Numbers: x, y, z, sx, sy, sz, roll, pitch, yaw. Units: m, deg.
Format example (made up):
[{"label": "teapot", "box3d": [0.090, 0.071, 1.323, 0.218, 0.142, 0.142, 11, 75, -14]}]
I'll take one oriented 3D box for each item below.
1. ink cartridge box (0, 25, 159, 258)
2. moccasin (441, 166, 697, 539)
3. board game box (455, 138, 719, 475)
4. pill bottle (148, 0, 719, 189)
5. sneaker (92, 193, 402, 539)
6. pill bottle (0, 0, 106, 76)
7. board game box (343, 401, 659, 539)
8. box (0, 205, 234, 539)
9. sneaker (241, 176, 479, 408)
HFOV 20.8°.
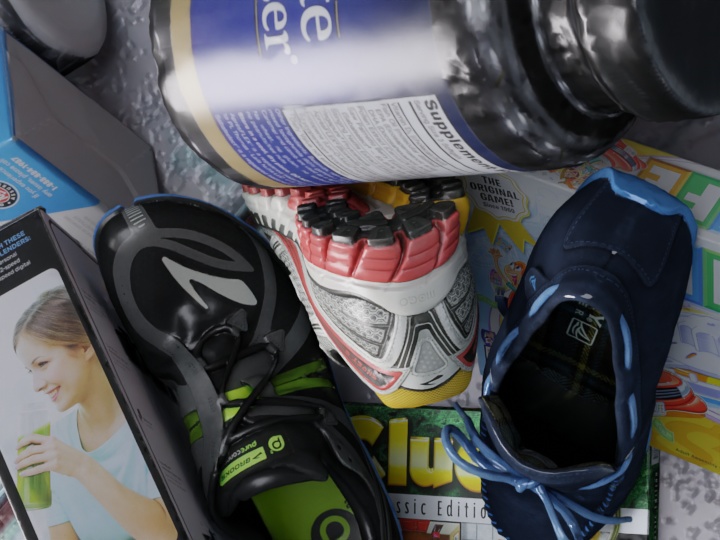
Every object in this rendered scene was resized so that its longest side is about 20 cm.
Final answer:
[{"label": "ink cartridge box", "box3d": [-0.201, -0.012, 0.872, 0.199, 0.115, 0.068, -27, 53, 18]}, {"label": "moccasin", "box3d": [0.067, 0.047, 0.719, 0.080, 0.068, 0.201, 21, 140, 17]}, {"label": "board game box", "box3d": [0.132, 0.021, 0.734, 0.199, 0.135, 0.034, 22, 55, 27]}, {"label": "pill bottle", "box3d": [0.032, -0.088, 0.673, 0.199, 0.112, 0.112, -2, 89, 40]}, {"label": "sneaker", "box3d": [-0.039, 0.056, 0.787, 0.071, 0.083, 0.200, -29, 97, 3]}, {"label": "pill bottle", "box3d": [-0.223, -0.097, 0.897, 0.199, 0.106, 0.107, -28, 80, 20]}, {"label": "board game box", "box3d": [0.029, 0.109, 0.839, 0.199, 0.023, 0.105, 0, 88, 22]}, {"label": "box", "box3d": [-0.098, 0.086, 0.790, 0.060, 0.117, 0.201, -28, 69, 3]}, {"label": "sneaker", "box3d": [0.000, 0.000, 0.766, 0.077, 0.200, 0.083, -13, 104, -3]}]
